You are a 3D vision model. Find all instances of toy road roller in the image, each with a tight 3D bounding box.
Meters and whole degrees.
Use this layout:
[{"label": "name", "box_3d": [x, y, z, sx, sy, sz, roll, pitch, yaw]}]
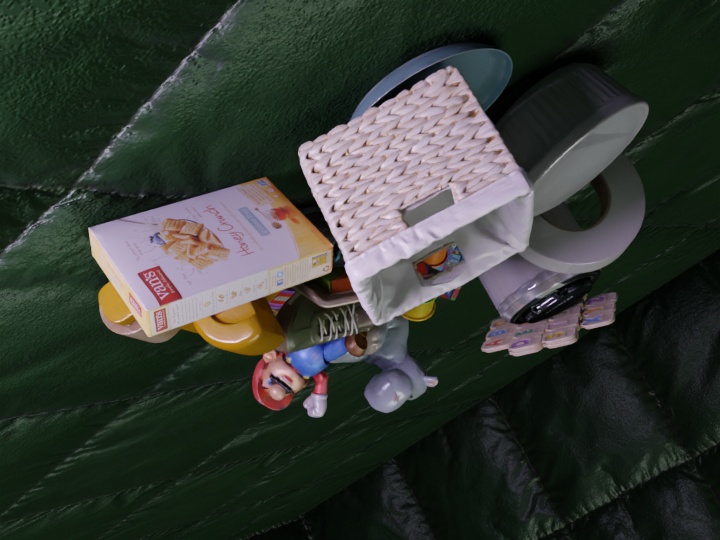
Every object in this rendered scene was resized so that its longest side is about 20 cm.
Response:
[{"label": "toy road roller", "box_3d": [-0.173, 0.042, 1.123, 0.200, 0.146, 0.123, -31, 163, 8]}]

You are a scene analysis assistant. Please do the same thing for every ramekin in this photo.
[{"label": "ramekin", "box_3d": [0.244, -0.164, 1.234, 0.202, 0.094, 0.202, -33, 163, -12]}]

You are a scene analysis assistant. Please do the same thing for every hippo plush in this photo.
[{"label": "hippo plush", "box_3d": [0.033, 0.150, 1.678, 0.159, 0.161, 0.200, -19, -172, 42]}]

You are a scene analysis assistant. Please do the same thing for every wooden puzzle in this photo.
[{"label": "wooden puzzle", "box_3d": [0.000, 0.000, 1.269, 0.199, 0.037, 0.185, -6, -166, -23]}]

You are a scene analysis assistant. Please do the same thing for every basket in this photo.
[{"label": "basket", "box_3d": [0.057, -0.071, 1.043, 0.198, 0.161, 0.200, -28, 164, -1]}]

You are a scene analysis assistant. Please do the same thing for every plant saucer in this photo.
[{"label": "plant saucer", "box_3d": [0.067, -0.178, 1.070, 0.200, 0.027, 0.200, -26, 163, -9]}]

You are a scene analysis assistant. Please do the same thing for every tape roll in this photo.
[{"label": "tape roll", "box_3d": [0.273, -0.094, 1.339, 0.202, 0.203, 0.037, -25, 162, -12]}]

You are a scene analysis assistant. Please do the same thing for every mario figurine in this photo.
[{"label": "mario figurine", "box_3d": [-0.082, 0.137, 1.405, 0.106, 0.124, 0.200, -4, 150, -50]}]

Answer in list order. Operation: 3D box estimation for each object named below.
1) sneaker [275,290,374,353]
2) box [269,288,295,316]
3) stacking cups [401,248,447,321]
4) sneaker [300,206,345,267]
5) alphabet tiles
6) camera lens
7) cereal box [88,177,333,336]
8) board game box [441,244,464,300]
[{"label": "sneaker", "box_3d": [-0.025, 0.051, 1.278, 0.090, 0.067, 0.200, 10, -157, 26]}, {"label": "box", "box_3d": [-0.072, 0.054, 1.424, 0.200, 0.039, 0.137, 7, 144, -38]}, {"label": "stacking cups", "box_3d": [0.086, -0.012, 1.382, 0.060, 0.061, 0.200, -22, 146, -21]}, {"label": "sneaker", "box_3d": [-0.013, -0.037, 1.215, 0.091, 0.078, 0.200, 16, -156, 39]}, {"label": "alphabet tiles", "box_3d": [0.276, 0.072, 1.479, 0.195, 0.015, 0.200, -16, -166, 21]}, {"label": "camera lens", "box_3d": [0.234, -0.036, 1.445, 0.160, 0.200, 0.160, -26, 163, -9]}, {"label": "cereal box", "box_3d": [-0.147, -0.020, 0.996, 0.200, 0.144, 0.040, -20, 135, -28]}, {"label": "board game box", "box_3d": [0.109, -0.032, 1.409, 0.103, 0.019, 0.200, 17, 144, 1]}]
